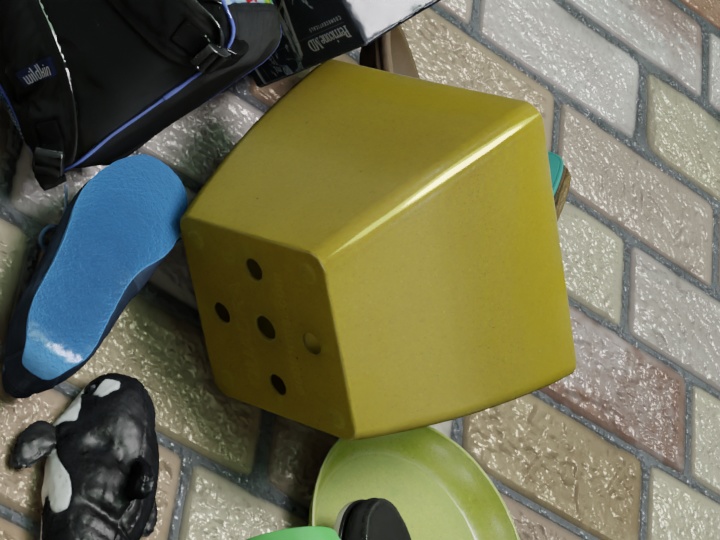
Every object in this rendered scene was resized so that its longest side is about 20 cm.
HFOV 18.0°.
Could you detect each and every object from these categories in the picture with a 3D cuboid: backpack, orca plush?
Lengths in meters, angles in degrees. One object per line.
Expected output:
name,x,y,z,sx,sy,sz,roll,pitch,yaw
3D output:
backpack,-0.166,-0.185,1.465,0.200,0.183,0.147,58,20,4
orca plush,-0.159,0.135,1.360,0.105,0.071,0.200,48,42,-13

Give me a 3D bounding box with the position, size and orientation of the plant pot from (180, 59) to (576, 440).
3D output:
plant pot,0.000,0.000,1.479,0.176,0.200,0.200,-33,124,-37

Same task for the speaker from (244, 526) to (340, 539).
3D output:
speaker,-0.031,0.265,1.404,0.088,0.088,0.200,7,63,-43

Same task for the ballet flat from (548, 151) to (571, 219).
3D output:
ballet flat,0.116,-0.020,1.731,0.068,0.072,0.200,11,31,11

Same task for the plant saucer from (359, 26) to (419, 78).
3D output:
plant saucer,0.034,-0.085,1.649,0.200,0.029,0.201,-12,90,-81

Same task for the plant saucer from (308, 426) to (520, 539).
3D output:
plant saucer,0.034,0.199,1.551,0.200,0.031,0.200,23,54,-35

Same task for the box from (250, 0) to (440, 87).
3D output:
box,-0.036,-0.248,1.527,0.124,0.200,0.197,-34,99,-22

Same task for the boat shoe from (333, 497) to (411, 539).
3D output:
boat shoe,0.031,0.238,1.457,0.074,0.063,0.202,9,60,-40

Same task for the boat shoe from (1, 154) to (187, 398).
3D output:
boat shoe,-0.178,-0.001,1.428,0.084,0.069,0.200,42,43,-6
